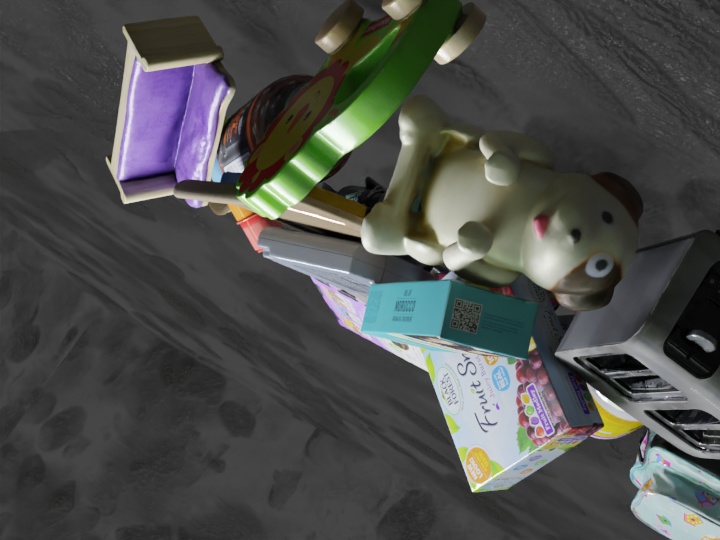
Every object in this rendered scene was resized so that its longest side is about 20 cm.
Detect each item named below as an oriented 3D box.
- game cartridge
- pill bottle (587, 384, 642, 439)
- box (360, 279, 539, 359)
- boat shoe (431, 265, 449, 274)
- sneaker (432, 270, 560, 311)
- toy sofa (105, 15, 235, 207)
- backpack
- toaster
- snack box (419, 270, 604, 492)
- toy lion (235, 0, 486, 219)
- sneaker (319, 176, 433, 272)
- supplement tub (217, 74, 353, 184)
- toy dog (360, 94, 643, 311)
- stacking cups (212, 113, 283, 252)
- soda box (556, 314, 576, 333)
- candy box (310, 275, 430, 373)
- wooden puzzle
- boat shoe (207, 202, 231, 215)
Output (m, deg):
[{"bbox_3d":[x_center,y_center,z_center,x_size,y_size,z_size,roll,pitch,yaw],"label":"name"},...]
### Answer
[{"bbox_3d":[0.000,0.000,1.150,0.133,0.042,0.200,7,171,29],"label":"game cartridge"},{"bbox_3d":[0.271,0.109,1.142,0.104,0.104,0.200,32,165,7],"label":"pill bottle"},{"bbox_3d":[0.072,0.043,0.984,0.082,0.049,0.200,15,174,-17],"label":"box"},{"bbox_3d":[0.045,-0.005,1.297,0.200,0.076,0.060,26,-169,-15],"label":"boat shoe"},{"bbox_3d":[0.150,0.029,1.213,0.087,0.074,0.200,11,165,-39],"label":"sneaker"},{"bbox_3d":[-0.197,-0.150,1.134,0.098,0.083,0.200,59,147,28],"label":"toy sofa"},{"bbox_3d":[0.381,0.226,1.206,0.175,0.154,0.200,25,170,11],"label":"backpack"},{"bbox_3d":[0.283,0.065,0.955,0.181,0.119,0.200,37,165,-9],"label":"toaster"},{"bbox_3d":[0.132,0.090,1.066,0.053,0.200,0.142,3,146,-37],"label":"snack box"},{"bbox_3d":[-0.018,-0.124,0.841,0.069,0.192,0.200,38,164,-19],"label":"toy lion"},{"bbox_3d":[0.017,-0.064,1.179,0.140,0.078,0.200,29,164,13],"label":"sneaker"},{"bbox_3d":[-0.070,-0.131,1.098,0.107,0.107,0.200,37,164,-14],"label":"supplement tub"},{"bbox_3d":[0.130,-0.037,0.926,0.200,0.140,0.194,21,173,39],"label":"toy dog"},{"bbox_3d":[-0.143,-0.118,1.244,0.200,0.060,0.060,59,159,-10],"label":"stacking cups"},{"bbox_3d":[0.183,0.091,1.180,0.068,0.064,0.200,-3,170,-4],"label":"soda box"},{"bbox_3d":[0.049,0.056,1.499,0.200,0.072,0.168,27,164,24],"label":"candy box"},{"bbox_3d":[-0.050,-0.058,1.039,0.200,0.037,0.185,14,178,-33],"label":"wooden puzzle"},{"bbox_3d":[-0.116,-0.122,1.303,0.200,0.065,0.073,-19,95,52],"label":"boat shoe"}]
